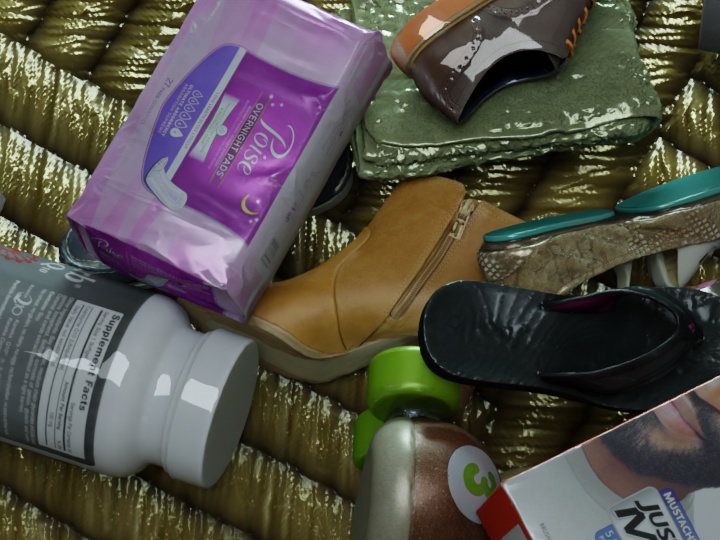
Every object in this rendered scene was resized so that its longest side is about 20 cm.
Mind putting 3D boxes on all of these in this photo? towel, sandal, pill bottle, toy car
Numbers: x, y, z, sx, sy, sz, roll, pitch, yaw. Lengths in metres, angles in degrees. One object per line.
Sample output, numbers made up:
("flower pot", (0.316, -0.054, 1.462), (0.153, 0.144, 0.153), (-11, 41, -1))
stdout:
("towel", (0.083, -0.129, 1.446), (0.199, 0.037, 0.149), (-10, 58, 1))
("sandal", (0.133, 0.041, 1.286), (0.200, 0.048, 0.076), (2, 73, -14))
("pill bottle", (-0.171, 0.059, 1.383), (0.199, 0.116, 0.116), (17, 75, 10))
("toy car", (0.095, 0.152, 1.318), (0.199, 0.158, 0.165), (6, 62, -4))

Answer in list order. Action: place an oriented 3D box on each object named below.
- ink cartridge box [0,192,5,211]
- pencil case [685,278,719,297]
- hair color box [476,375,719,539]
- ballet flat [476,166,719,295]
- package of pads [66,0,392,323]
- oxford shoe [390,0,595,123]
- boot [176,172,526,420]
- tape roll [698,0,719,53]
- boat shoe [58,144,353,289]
("ink cartridge box", (-0.333, 0.000, 1.402), (0.146, 0.146, 0.201), (16, 74, 10))
("pencil case", (0.264, 0.042, 1.363), (0.199, 0.083, 0.087), (-7, 45, 3))
("hair color box", (0.178, 0.129, 1.239), (0.200, 0.064, 0.111), (-24, 77, -20))
("ballet flat", (0.165, -0.013, 1.395), (0.199, 0.070, 0.066), (-15, 100, -16))
("package of pads", (-0.076, -0.077, 1.373), (0.120, 0.076, 0.200), (24, 72, 14))
("oxford shoe", (0.120, -0.160, 1.406), (0.200, 0.071, 0.073), (-34, 69, -4))
("boot", (0.000, 0.000, 1.416), (0.201, 0.071, 0.144), (18, 69, 8))
("tape roll", (0.249, -0.230, 1.388), (0.066, 0.200, 0.201), (7, 73, 7))
("boat shoe", (-0.100, -0.042, 1.436), (0.199, 0.062, 0.075), (-16, 70, 0))
